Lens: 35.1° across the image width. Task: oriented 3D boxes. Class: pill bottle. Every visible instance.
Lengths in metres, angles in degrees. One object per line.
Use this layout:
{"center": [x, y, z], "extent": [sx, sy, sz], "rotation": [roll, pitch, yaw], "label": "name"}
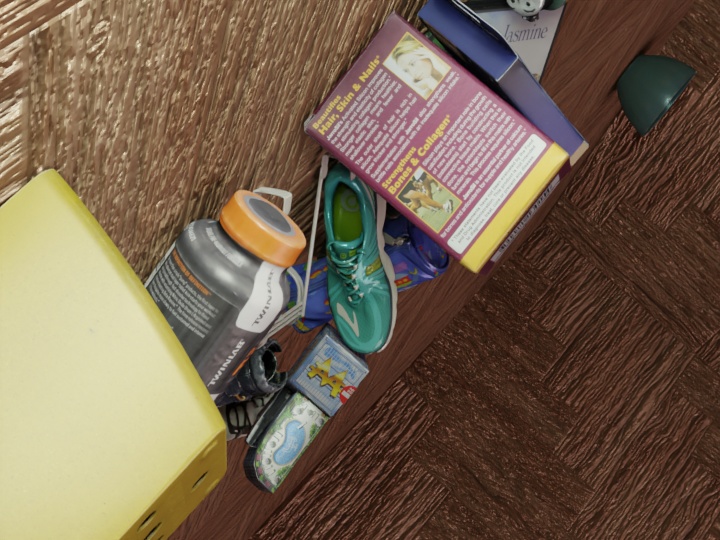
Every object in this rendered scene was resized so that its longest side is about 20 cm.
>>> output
{"center": [-0.127, 0.033, 0.925], "extent": [0.201, 0.106, 0.106], "rotation": [-52, 170, 16], "label": "pill bottle"}

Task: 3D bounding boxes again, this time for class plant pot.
{"center": [-0.188, 0.101, 0.692], "extent": [0.200, 0.176, 0.200], "rotation": [-45, 169, -20], "label": "plant pot"}
{"center": [0.712, -0.452, 2.805], "extent": [0.200, 0.134, 0.200], "rotation": [-47, 171, -10], "label": "plant pot"}

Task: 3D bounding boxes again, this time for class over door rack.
{"center": [-0.086, -0.015, 1.073], "extent": [0.148, 0.066, 0.202], "rotation": [-37, 153, -58], "label": "over door rack"}

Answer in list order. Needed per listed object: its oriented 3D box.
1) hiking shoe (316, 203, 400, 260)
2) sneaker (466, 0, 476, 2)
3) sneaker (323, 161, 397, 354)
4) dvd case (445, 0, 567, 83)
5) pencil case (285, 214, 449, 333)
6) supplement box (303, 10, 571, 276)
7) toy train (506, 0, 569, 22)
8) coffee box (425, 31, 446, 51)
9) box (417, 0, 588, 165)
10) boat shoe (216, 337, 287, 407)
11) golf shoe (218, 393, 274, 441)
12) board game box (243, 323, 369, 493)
{"center": [0.005, -0.042, 1.391], "extent": [0.102, 0.075, 0.200], "rotation": [-66, 171, 11], "label": "hiking shoe"}
{"center": [0.140, -0.257, 1.198], "extent": [0.200, 0.074, 0.089], "rotation": [29, 72, -72], "label": "sneaker"}
{"center": [-0.011, -0.011, 1.156], "extent": [0.076, 0.204, 0.080], "rotation": [-6, -172, 15], "label": "sneaker"}
{"center": [0.127, -0.176, 1.136], "extent": [0.141, 0.018, 0.202], "rotation": [-15, 133, -36], "label": "dvd case"}
{"center": [0.000, 0.000, 1.246], "extent": [0.198, 0.079, 0.087], "rotation": [-25, 161, 23], "label": "pencil case"}
{"center": [0.070, -0.107, 1.001], "extent": [0.131, 0.200, 0.103], "rotation": [-50, 171, 7], "label": "supplement box"}
{"center": [0.198, -0.313, 1.071], "extent": [0.200, 0.084, 0.115], "rotation": [-41, 139, -40], "label": "toy train"}
{"center": [0.057, -0.165, 1.187], "extent": [0.123, 0.044, 0.200], "rotation": [-48, 170, -10], "label": "coffee box"}
{"center": [0.122, -0.176, 1.011], "extent": [0.032, 0.121, 0.200], "rotation": [-46, 142, 6], "label": "box"}
{"center": [-0.114, 0.103, 1.204], "extent": [0.089, 0.072, 0.200], "rotation": [-12, -176, 11], "label": "boat shoe"}
{"center": [-0.142, 0.159, 1.322], "extent": [0.200, 0.093, 0.079], "rotation": [-40, 126, -69], "label": "golf shoe"}
{"center": [-0.060, 0.139, 1.219], "extent": [0.201, 0.061, 0.200], "rotation": [-53, -179, -14], "label": "board game box"}
